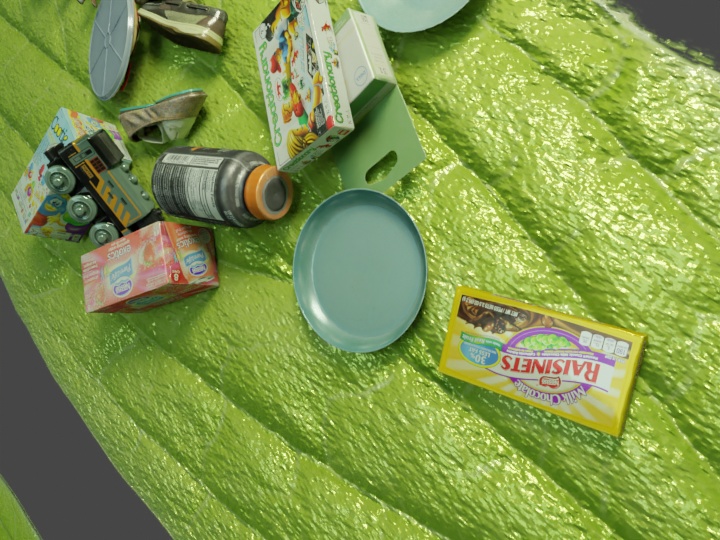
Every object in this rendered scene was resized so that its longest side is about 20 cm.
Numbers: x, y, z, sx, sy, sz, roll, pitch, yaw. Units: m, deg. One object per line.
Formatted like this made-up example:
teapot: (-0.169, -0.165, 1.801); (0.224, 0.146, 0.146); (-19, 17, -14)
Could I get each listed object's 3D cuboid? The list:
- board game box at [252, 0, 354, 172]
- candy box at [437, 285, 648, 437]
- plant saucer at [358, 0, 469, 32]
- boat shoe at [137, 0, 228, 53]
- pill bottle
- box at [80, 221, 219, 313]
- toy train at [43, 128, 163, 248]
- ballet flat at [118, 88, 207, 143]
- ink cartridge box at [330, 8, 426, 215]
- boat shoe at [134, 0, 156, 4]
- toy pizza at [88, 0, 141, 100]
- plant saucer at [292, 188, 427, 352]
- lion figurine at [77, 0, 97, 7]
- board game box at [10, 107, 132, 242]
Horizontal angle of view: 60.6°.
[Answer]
board game box: (-0.075, -0.240, 0.767); (0.126, 0.034, 0.201); (-25, 72, 47)
candy box: (0.181, 0.088, 0.642); (0.199, 0.026, 0.103); (15, 98, 34)
plant saucer: (0.083, -0.377, 0.733); (0.200, 0.039, 0.202); (-3, 85, 35)
boat shoe: (-0.272, -0.390, 0.961); (0.199, 0.073, 0.065); (29, 89, 31)
pill bottle: (-0.189, -0.116, 0.858); (0.199, 0.106, 0.107); (11, 93, 34)
box: (-0.325, 0.000, 0.943); (0.199, 0.102, 0.095); (-17, 77, 31)
toy train: (-0.400, -0.123, 0.968); (0.114, 0.085, 0.201); (-27, 112, 11)
ballet flat: (-0.308, -0.239, 0.981); (0.199, 0.068, 0.068); (0, 106, 39)
ink cartridge box: (-0.011, -0.190, 0.759); (0.145, 0.048, 0.201); (-34, 66, 44)
boat shoe: (-0.316, -0.465, 0.990); (0.200, 0.073, 0.075); (26, 115, 53)
toy pizza: (-0.420, -0.392, 1.061); (0.200, 0.032, 0.202); (-5, 83, 49)
plant saucer: (0.000, 0.000, 0.764); (0.199, 0.027, 0.201); (1, 91, 35)
lion figurine: (-0.502, -0.560, 1.124); (0.200, 0.073, 0.123); (39, 80, 19)
board game box: (-0.504, -0.160, 1.071); (0.200, 0.103, 0.105); (-47, 59, 22)
